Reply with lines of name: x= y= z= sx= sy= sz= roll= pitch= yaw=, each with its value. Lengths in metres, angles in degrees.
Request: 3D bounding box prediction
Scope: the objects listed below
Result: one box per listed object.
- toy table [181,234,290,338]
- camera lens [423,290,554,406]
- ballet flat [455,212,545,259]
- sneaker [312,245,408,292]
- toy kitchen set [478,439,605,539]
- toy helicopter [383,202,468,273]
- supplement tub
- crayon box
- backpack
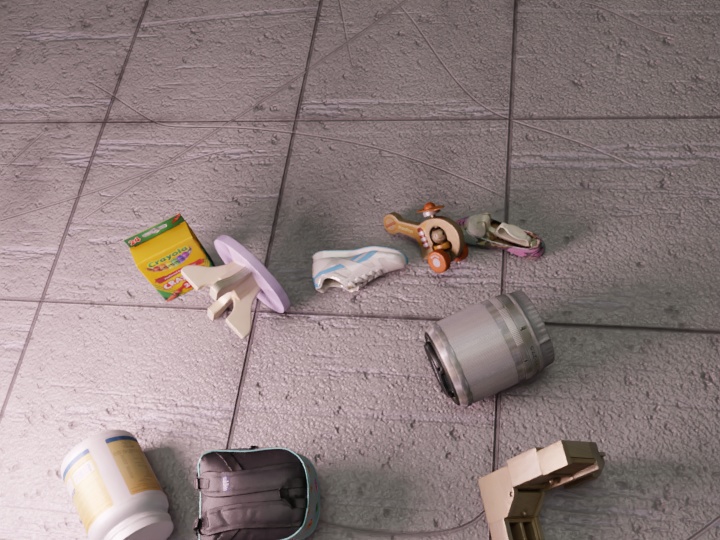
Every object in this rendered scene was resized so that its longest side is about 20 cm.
toy table: x=-0.251 y=0.035 z=1.523 sx=0.200 sy=0.184 sz=0.117 roll=41 pitch=66 yaw=16
camera lens: x=0.225 y=0.140 z=1.374 sx=0.200 sy=0.160 sz=0.160 roll=-24 pitch=60 yaw=-3
ballet flat: x=0.275 y=-0.078 z=1.536 sx=0.200 sy=0.071 sz=0.069 roll=19 pitch=67 yaw=20
sneaker: x=0.000 y=0.000 z=1.551 sx=0.200 sy=0.077 sz=0.081 roll=-6 pitch=69 yaw=14
toy kitchen set: x=0.331 y=0.388 z=1.227 sx=0.163 sy=0.200 sz=0.181 roll=10 pitch=55 yaw=-31
toy helicopter: x=0.124 y=-0.086 z=1.547 sx=0.200 sy=0.132 sz=0.079 roll=21 pitch=37 yaw=38
supplement tub: x=-0.433 y=0.403 z=1.365 sx=0.145 sy=0.145 sz=0.200 roll=-34 pitch=61 yaw=-8
crayon box: x=-0.382 y=-0.023 z=1.557 sx=0.127 sy=0.200 sz=0.051 roll=-27 pitch=60 yaw=-4
backpack: x=-0.166 y=0.394 z=1.314 sx=0.200 sy=0.153 sz=0.176 roll=-13 pitch=62 yaw=15
